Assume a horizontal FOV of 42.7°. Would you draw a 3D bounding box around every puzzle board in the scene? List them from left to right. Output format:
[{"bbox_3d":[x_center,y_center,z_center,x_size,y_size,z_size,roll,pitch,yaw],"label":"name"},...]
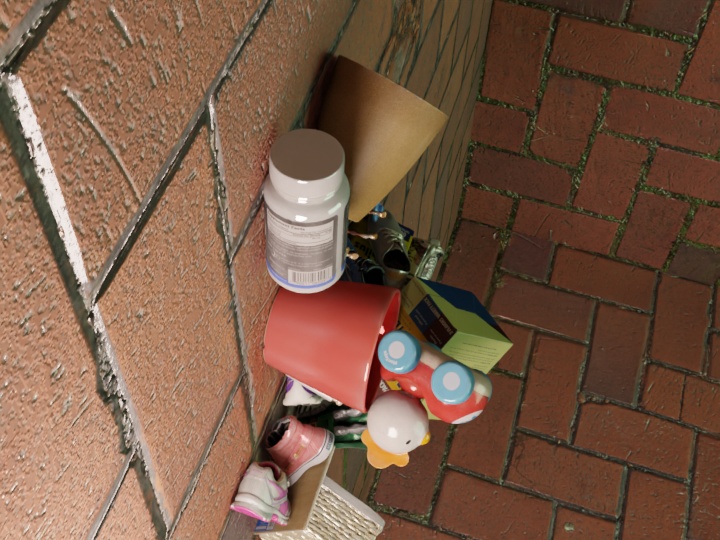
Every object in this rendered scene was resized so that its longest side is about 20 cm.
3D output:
[{"bbox_3d":[-0.116,0.389,1.624,0.199,0.017,0.153,-28,-144,55],"label":"puzzle board"}]

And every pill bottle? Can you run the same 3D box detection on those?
[{"bbox_3d":[-0.070,-0.076,1.202,0.202,0.112,0.115,95,14,-48],"label":"pill bottle"}]

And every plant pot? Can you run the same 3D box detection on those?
[{"bbox_3d":[-0.046,0.099,1.426,0.200,0.174,0.204,16,90,-80],"label":"plant pot"},{"bbox_3d":[0.004,-0.183,1.363,0.202,0.184,0.186,-61,172,9],"label":"plant pot"}]

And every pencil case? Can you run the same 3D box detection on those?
[{"bbox_3d":[0.088,0.032,1.732,0.089,0.077,0.203,-1,-119,64],"label":"pencil case"}]

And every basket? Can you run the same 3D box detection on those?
[{"bbox_3d":[-0.077,0.485,1.733,0.124,0.199,0.136,-53,178,-46],"label":"basket"}]

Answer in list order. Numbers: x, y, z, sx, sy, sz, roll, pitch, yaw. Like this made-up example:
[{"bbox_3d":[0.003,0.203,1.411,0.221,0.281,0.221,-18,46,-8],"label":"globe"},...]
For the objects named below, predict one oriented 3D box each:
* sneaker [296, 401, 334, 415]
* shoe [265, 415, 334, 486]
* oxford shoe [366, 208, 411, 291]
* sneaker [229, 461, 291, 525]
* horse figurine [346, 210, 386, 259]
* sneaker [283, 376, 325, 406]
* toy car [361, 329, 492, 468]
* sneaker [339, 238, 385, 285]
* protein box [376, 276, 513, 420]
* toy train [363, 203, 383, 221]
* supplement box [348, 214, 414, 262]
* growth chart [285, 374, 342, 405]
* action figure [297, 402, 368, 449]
[{"bbox_3d":[-0.043,0.224,1.750,0.200,0.116,0.076,-43,180,10],"label":"sneaker"},{"bbox_3d":[-0.130,0.312,1.601,0.200,0.090,0.072,-42,-154,46],"label":"shoe"},{"bbox_3d":[0.053,-0.044,1.619,0.202,0.074,0.058,-94,-158,-45],"label":"oxford shoe"},{"bbox_3d":[-0.150,0.363,1.517,0.200,0.080,0.090,74,34,-74],"label":"sneaker"},{"bbox_3d":[-0.049,-0.054,1.404,0.200,0.130,0.051,-48,140,-49],"label":"horse figurine"},{"bbox_3d":[-0.089,0.191,1.643,0.200,0.079,0.085,27,63,-85],"label":"sneaker"},{"bbox_3d":[0.084,0.214,1.385,0.202,0.175,0.184,-62,159,0],"label":"toy car"},{"bbox_3d":[0.000,0.000,1.548,0.078,0.202,0.089,-9,151,-45],"label":"sneaker"},{"bbox_3d":[0.121,0.142,1.623,0.197,0.136,0.201,14,121,-51],"label":"protein box"},{"bbox_3d":[0.002,-0.167,1.596,0.201,0.085,0.116,85,15,-65],"label":"toy train"},{"bbox_3d":[0.006,0.002,1.693,0.110,0.108,0.202,-46,-161,56],"label":"supplement box"},{"bbox_3d":[-0.052,0.113,1.566,0.203,0.143,0.018,-71,-166,-13],"label":"growth chart"},{"bbox_3d":[-0.058,0.277,1.646,0.054,0.197,0.120,29,50,-52],"label":"action figure"}]
